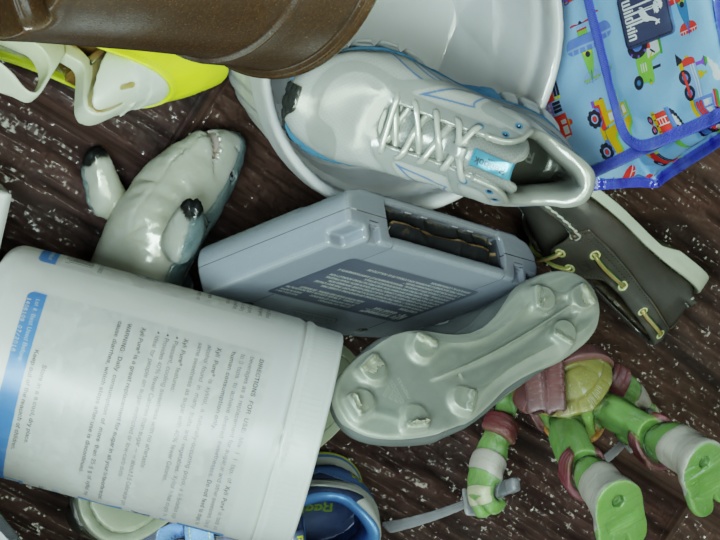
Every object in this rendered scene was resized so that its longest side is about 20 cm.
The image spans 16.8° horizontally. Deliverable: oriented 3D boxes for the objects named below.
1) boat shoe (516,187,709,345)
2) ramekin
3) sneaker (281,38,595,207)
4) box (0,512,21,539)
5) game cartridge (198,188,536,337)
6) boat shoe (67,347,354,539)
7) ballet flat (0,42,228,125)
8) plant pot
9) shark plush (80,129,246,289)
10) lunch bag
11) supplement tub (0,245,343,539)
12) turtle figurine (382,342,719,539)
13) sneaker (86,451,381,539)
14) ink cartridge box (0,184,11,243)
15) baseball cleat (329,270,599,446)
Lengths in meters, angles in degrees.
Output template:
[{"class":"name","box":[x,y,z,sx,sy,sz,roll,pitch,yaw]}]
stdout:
[{"class":"boat shoe","box":[0.149,-0.017,1.591,0.201,0.072,0.061,33,87,-35]},{"class":"ramekin","box":[0.011,-0.143,1.455,0.199,0.105,0.202,-9,112,-24]},{"class":"sneaker","box":[0.051,-0.077,1.388,0.199,0.087,0.076,10,105,-29]},{"class":"box","box":[-0.253,0.127,1.274,0.097,0.176,0.200,-40,123,-6]},{"class":"game cartridge","box":[0.000,0.000,1.472,0.199,0.132,0.042,15,65,-53]},{"class":"boat shoe","box":[-0.091,0.103,1.493,0.200,0.061,0.072,-28,90,-22]},{"class":"ballet flat","box":[-0.168,-0.121,1.388,0.199,0.067,0.068,20,60,-27]},{"class":"plant pot","box":[-0.117,-0.197,1.281,0.197,0.199,0.202,-8,113,-45]},{"class":"shark plush","box":[-0.117,0.013,1.471,0.083,0.090,0.202,-10,111,-57]},{"class":"lunch bag","box":[0.176,-0.143,1.457,0.093,0.200,0.152,-7,80,-25]},{"class":"supplement tub","box":[-0.120,0.071,1.382,0.198,0.132,0.133,16,102,-2]},{"class":"turtle figurine","box":[0.144,0.126,1.571,0.143,0.194,0.201,13,105,-33]},{"class":"sneaker","box":[-0.077,0.167,1.535,0.199,0.082,0.075,-15,115,-20]},{"class":"ink cartridge box","box":[-0.294,0.027,1.368,0.145,0.084,0.202,9,104,-29]},{"class":"baseball cleat","box":[0.056,0.065,1.466,0.199,0.106,0.070,-20,78,-29]}]
